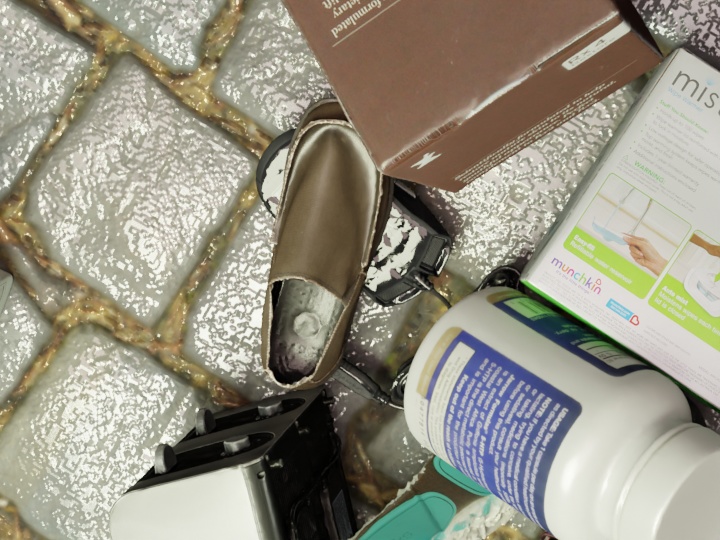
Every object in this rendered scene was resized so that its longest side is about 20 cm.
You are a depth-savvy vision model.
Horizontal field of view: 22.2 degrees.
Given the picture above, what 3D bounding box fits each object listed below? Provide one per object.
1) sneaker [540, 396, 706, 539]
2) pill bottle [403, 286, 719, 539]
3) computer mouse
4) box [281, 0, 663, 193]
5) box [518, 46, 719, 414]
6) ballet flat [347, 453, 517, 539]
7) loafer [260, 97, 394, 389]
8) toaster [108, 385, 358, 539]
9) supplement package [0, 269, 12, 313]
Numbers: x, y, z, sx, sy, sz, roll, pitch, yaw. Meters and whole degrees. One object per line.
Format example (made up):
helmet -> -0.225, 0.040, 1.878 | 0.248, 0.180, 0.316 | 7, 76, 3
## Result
sneaker -> 0.156, 0.173, 1.201 | 0.076, 0.115, 0.200 | 32, 105, 19
pill bottle -> 0.134, 0.102, 1.131 | 0.200, 0.120, 0.120 | 32, 107, 40
computer mouse -> 0.000, 0.000, 1.237 | 0.200, 0.046, 0.141 | 36, 108, -6
box -> 0.053, -0.177, 1.104 | 0.166, 0.164, 0.200 | -32, 79, 14
box -> 0.230, -0.012, 1.154 | 0.200, 0.097, 0.177 | 33, 91, 1
ballet flat -> 0.060, 0.162, 1.220 | 0.200, 0.072, 0.072 | -34, 96, -27
loafer -> -0.022, -0.010, 1.174 | 0.073, 0.071, 0.201 | 9, 107, 3
toaster -> -0.069, 0.192, 1.214 | 0.118, 0.181, 0.201 | -11, 100, 16
supplement package -> -0.369, 0.047, 1.216 | 0.191, 0.200, 0.147 | 23, 104, 3
